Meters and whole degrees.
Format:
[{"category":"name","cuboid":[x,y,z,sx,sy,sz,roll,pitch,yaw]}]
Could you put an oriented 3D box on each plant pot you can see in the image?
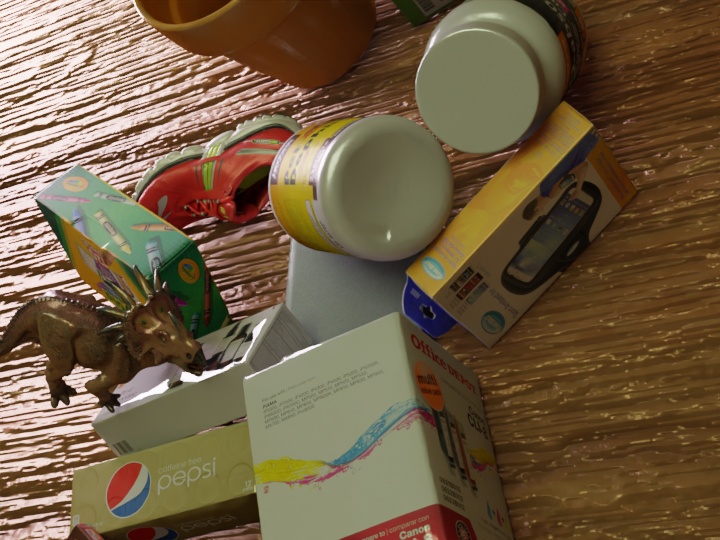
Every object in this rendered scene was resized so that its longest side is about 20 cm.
[{"category":"plant pot","cuboid":[-0.083,-0.270,1.207,0.199,0.183,0.202,-17,59,30]}]

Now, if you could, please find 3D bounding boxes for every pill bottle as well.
[{"category":"pill bottle","cuboid":[0.113,-0.165,1.013,0.116,0.117,0.200,-19,14,23]},{"category":"pill bottle","cuboid":[-0.009,-0.067,1.024,0.110,0.109,0.200,-59,18,-7]}]

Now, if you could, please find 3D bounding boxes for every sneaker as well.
[{"category":"sneaker","cuboid":[-0.137,-0.076,1.214,0.199,0.077,0.085,-28,54,19]}]

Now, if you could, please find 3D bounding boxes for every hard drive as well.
[{"category":"hard drive","cuboid":[0.000,0.000,1.115,0.139,0.033,0.201,-11,61,28]}]

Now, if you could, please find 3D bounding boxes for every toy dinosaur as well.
[{"category":"toy dinosaur","cuboid":[-0.222,0.049,1.055,0.198,0.136,0.086,7,57,-4]}]

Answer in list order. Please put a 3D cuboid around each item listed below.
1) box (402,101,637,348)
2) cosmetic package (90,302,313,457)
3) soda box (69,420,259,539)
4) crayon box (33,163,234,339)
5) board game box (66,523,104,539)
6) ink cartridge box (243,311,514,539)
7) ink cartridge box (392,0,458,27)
[{"category":"box","cuboid":[0.121,-0.023,0.992,0.200,0.119,0.041,-49,54,2]},{"category":"cosmetic package","cuboid":[-0.139,0.097,1.098,0.199,0.051,0.083,-23,22,35]},{"category":"soda box","cuboid":[-0.153,0.189,1.096,0.199,0.064,0.068,-18,57,25]},{"category":"crayon box","cuboid":[-0.213,-0.008,1.195,0.058,0.119,0.199,-41,47,-21]},{"category":"board game box","cuboid":[-0.194,0.312,1.045,0.200,0.019,0.103,38,100,26]},{"category":"ink cartridge box","cuboid":[0.016,0.162,0.946,0.144,0.145,0.201,-25,55,20]},{"category":"ink cartridge box","cuboid":[0.027,-0.356,1.209,0.075,0.148,0.201,-28,54,18]}]
